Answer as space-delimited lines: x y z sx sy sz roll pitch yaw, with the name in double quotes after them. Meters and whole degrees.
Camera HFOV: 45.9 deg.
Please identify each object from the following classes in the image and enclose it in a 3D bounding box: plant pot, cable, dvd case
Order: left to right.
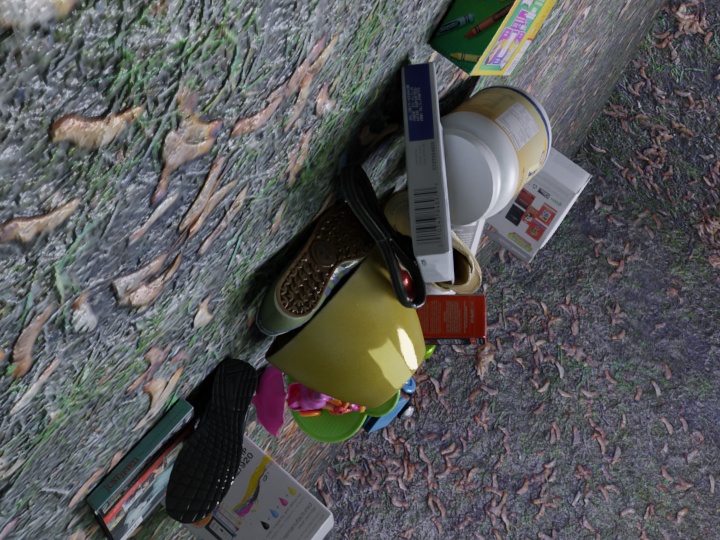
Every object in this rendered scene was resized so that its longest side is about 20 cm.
-0.245 0.239 0.979 0.146 0.022 0.201 -48 167 -27 "dvd case"
-0.001 0.082 1.049 0.200 0.142 0.200 -46 -173 7 "plant pot"
0.024 -0.027 0.951 0.050 0.200 0.099 -13 -130 35 "cable"

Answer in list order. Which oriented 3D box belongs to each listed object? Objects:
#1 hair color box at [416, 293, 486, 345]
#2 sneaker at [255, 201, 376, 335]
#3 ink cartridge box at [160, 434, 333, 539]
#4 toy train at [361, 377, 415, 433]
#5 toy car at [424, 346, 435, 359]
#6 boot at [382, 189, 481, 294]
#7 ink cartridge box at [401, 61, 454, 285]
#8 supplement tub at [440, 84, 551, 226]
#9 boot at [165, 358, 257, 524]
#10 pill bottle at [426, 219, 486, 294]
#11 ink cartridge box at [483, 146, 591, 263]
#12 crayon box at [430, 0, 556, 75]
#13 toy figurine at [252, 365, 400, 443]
0.079 0.071 1.198 0.102 0.195 0.063 48 43 -75 "hair color box"
-0.053 -0.001 0.961 0.090 0.067 0.201 -42 -174 48 "sneaker"
-0.156 0.343 1.205 0.148 0.199 0.145 -48 167 -17 "ink cartridge box"
0.004 0.158 1.347 0.113 0.201 0.087 -6 142 -54 "toy train"
0.099 0.034 1.605 0.165 0.154 0.203 103 -1 -56 "toy car"
0.120 -0.010 1.157 0.073 0.200 0.156 -40 -150 5 "boot"
0.075 -0.094 0.934 0.200 0.040 0.205 53 33 -77 "ink cartridge box"
0.162 -0.155 1.145 0.200 0.144 0.146 -40 164 -48 "supplement tub"
-0.168 0.215 0.982 0.133 0.069 0.202 112 0 -53 "boot"
0.128 -0.053 1.296 0.111 0.109 0.203 -40 149 -48 "pill bottle"
0.266 -0.143 1.478 0.084 0.199 0.177 -41 164 -46 "ink cartridge box"
0.156 -0.284 0.947 0.120 0.058 0.199 -58 168 22 "crayon box"
-0.066 0.182 1.213 0.183 0.196 0.154 3 81 -64 "toy figurine"
